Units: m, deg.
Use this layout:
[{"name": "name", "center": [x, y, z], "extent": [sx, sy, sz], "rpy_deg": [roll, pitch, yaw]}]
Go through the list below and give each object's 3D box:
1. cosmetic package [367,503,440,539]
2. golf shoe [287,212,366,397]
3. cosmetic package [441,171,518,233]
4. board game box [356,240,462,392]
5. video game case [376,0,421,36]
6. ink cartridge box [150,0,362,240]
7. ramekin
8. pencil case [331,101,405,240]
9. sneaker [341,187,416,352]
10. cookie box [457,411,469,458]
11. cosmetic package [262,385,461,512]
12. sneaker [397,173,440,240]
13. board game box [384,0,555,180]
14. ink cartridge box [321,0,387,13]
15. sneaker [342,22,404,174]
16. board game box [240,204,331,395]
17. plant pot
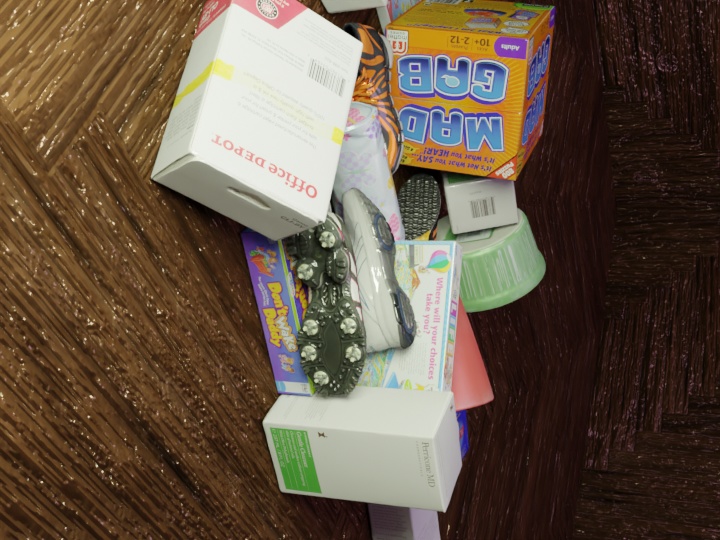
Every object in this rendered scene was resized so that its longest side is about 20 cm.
[{"name": "cosmetic package", "center": [0.061, 0.340, 1.275], "extent": [0.102, 0.074, 0.201], "rpy_deg": [-42, 127, -60]}, {"name": "golf shoe", "center": [-0.024, 0.035, 0.947], "extent": [0.088, 0.077, 0.201], "rpy_deg": [-42, 130, -68]}, {"name": "cosmetic package", "center": [0.186, -0.143, 1.411], "extent": [0.200, 0.107, 0.085], "rpy_deg": [-90, 168, -62]}, {"name": "board game box", "center": [0.045, 0.065, 1.030], "extent": [0.034, 0.134, 0.201], "rpy_deg": [30, 64, -64]}, {"name": "video game case", "center": [0.067, -0.417, 1.324], "extent": [0.143, 0.017, 0.201], "rpy_deg": [68, 32, -43]}, {"name": "ink cartridge box", "center": [-0.092, -0.149, 0.813], "extent": [0.145, 0.083, 0.201], "rpy_deg": [26, 63, -31]}, {"name": "ramekin", "center": [0.191, -0.027, 1.413], "extent": [0.200, 0.199, 0.098], "rpy_deg": [-56, 133, -52]}, {"name": "pencil case", "center": [-0.004, -0.108, 1.088], "extent": [0.083, 0.090, 0.201], "rpy_deg": [-86, 165, -56]}, {"name": "sneaker", "center": [0.000, 0.000, 1.006], "extent": [0.074, 0.087, 0.201], "rpy_deg": [28, 47, -62]}, {"name": "cookie box", "center": [0.108, 0.223, 1.372], "extent": [0.171, 0.075, 0.201], "rpy_deg": [-36, 124, -61]}, {"name": "cosmetic package", "center": [0.005, 0.192, 0.974], "extent": [0.085, 0.199, 0.108], "rpy_deg": [-53, 137, -54]}, {"name": "sneaker", "center": [0.084, -0.044, 1.336], "extent": [0.090, 0.070, 0.201], "rpy_deg": [81, 12, -76]}, {"name": "board game box", "center": [0.159, -0.273, 1.278], "extent": [0.200, 0.199, 0.201], "rpy_deg": [-52, 147, -55]}, {"name": "ink cartridge box", "center": [-0.012, -0.440, 1.054], "extent": [0.145, 0.084, 0.201], "rpy_deg": [49, 47, -58]}, {"name": "sneaker", "center": [-0.004, -0.217, 1.113], "extent": [0.112, 0.077, 0.201], "rpy_deg": [3, 78, -63]}, {"name": "board game box", "center": [-0.066, 0.021, 0.996], "extent": [0.135, 0.045, 0.201], "rpy_deg": [-52, 137, -55]}, {"name": "plant pot", "center": [0.060, 0.095, 1.135], "extent": [0.200, 0.199, 0.178], "rpy_deg": [-2, 82, -67]}]
